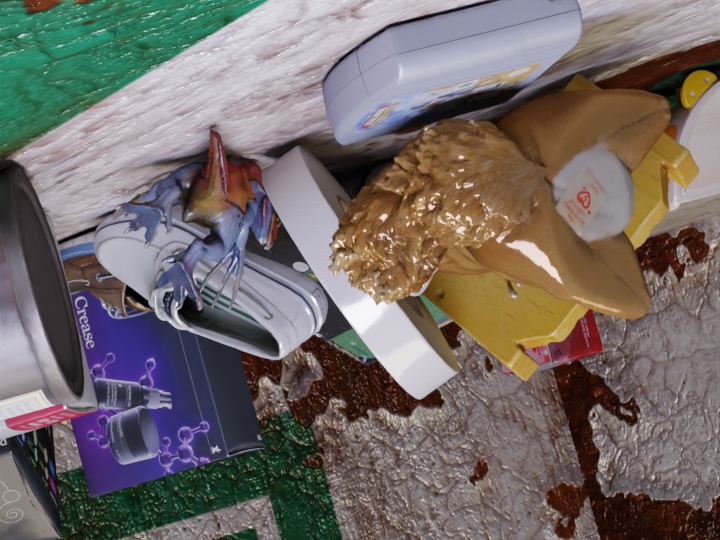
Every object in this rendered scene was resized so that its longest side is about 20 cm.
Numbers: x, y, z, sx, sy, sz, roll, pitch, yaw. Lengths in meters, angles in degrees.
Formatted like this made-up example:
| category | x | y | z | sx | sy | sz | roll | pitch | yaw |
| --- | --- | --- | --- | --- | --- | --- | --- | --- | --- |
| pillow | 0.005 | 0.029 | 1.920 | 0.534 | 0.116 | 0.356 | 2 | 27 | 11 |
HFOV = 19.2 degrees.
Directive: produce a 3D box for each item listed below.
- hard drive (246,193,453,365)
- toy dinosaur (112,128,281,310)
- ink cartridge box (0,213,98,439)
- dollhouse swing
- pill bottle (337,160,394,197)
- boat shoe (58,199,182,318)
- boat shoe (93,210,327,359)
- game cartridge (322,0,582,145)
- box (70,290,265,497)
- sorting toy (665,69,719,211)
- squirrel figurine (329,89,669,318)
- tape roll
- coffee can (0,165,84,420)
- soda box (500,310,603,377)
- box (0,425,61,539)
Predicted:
| category | x | y | z | sx | sy | sz | roll | pitch | yaw |
| --- | --- | --- | --- | --- | --- | --- | --- | --- | --- |
| hard drive | -0.022 | -0.003 | 1.700 | 0.199 | 0.038 | 0.139 | 32 | 141 | -28 |
| toy dinosaur | -0.088 | -0.042 | 1.475 | 0.200 | 0.105 | 0.181 | -35 | -175 | 39 |
| ink cartridge box | -0.298 | 0.054 | 1.468 | 0.198 | 0.149 | 0.086 | -17 | 175 | 7 |
| dollhouse swing | 0.168 | -0.010 | 1.610 | 0.200 | 0.182 | 0.176 | -50 | 138 | 1 |
| pill bottle | 0.010 | -0.027 | 1.791 | 0.199 | 0.114 | 0.113 | -18 | 175 | 37 |
| boat shoe | -0.184 | 0.000 | 1.682 | 0.072 | 0.073 | 0.199 | -12 | 174 | -42 |
| boat shoe | -0.123 | 0.009 | 1.564 | 0.198 | 0.074 | 0.067 | 16 | -142 | 25 |
| game cartridge | 0.046 | -0.119 | 1.285 | 0.132 | 0.042 | 0.200 | -19 | 176 | -12 |
| box | -0.179 | 0.074 | 1.791 | 0.140 | 0.202 | 0.079 | -18 | 175 | 20 |
| sorting toy | 0.296 | -0.118 | 1.843 | 0.198 | 0.108 | 0.180 | -14 | -177 | -25 |
| squirrel figurine | 0.072 | -0.042 | 1.367 | 0.198 | 0.143 | 0.186 | 4 | 176 | -33 |
| tape roll | 0.000 | 0.000 | 1.527 | 0.037 | 0.204 | 0.203 | -35 | 173 | 6 |
| coffee can | -0.281 | 0.035 | 1.280 | 0.198 | 0.148 | 0.146 | -16 | 176 | 0 |
| soda box | 0.138 | -0.016 | 1.802 | 0.070 | 0.202 | 0.063 | -11 | 175 | -43 |
| box | -0.344 | 0.135 | 1.793 | 0.147 | 0.201 | 0.125 | -16 | 136 | 4 |
